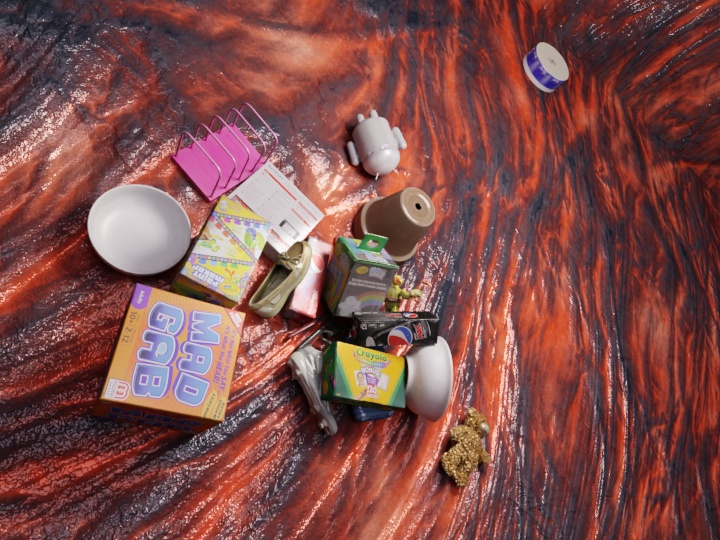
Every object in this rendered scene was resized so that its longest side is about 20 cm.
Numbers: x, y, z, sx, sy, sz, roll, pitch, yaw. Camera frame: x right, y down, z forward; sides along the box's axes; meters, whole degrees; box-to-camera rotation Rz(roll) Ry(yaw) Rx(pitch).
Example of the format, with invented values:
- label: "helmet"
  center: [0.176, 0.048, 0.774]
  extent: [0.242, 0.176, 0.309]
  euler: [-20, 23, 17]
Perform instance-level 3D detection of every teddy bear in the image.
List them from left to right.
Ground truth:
- label: "teddy bear"
  center: [0.276, 0.448, 1.290]
  extent: [0.199, 0.067, 0.146]
  euler: [-29, 89, -37]

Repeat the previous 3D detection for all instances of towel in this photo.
- label: "towel"
  center: [0.016, 0.257, 1.224]
  extent: [0.111, 0.048, 0.202]
  euler: [4, 68, -32]

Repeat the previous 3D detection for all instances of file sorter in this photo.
- label: "file sorter"
  center: [-0.316, -0.289, 1.211]
  extent: [0.139, 0.125, 0.200]
  euler: [49, 53, -3]

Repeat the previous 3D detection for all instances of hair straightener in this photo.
- label: "hair straightener"
  center: [-0.088, 0.148, 1.221]
  extent: [0.199, 0.041, 0.077]
  euler: [-29, 86, -42]

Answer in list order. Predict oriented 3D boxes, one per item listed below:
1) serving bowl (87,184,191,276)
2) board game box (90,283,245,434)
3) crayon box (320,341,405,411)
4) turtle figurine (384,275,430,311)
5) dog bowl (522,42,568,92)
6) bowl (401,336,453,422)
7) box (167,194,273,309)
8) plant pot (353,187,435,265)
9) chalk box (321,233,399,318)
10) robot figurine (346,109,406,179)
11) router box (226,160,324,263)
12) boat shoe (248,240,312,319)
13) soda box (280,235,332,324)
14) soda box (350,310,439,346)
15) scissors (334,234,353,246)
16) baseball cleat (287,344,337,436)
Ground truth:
- label: "serving bowl"
  center: [-0.462, -0.076, 1.063]
  extent: [0.199, 0.066, 0.202]
  euler: [13, 64, -27]
- label: "board game box"
  center: [-0.353, 0.173, 0.936]
  extent: [0.199, 0.200, 0.201]
  euler: [19, 60, -24]
- label: "crayon box"
  center: [0.009, 0.242, 1.148]
  extent: [0.199, 0.058, 0.120]
  euler: [18, 60, -33]
- label: "turtle figurine"
  center: [0.089, 0.081, 1.280]
  extent: [0.064, 0.199, 0.163]
  euler: [10, 87, -38]
- label: "dog bowl"
  center: [0.803, -0.879, 2.201]
  extent: [0.199, 0.079, 0.202]
  euler: [13, 63, -27]
- label: "bowl"
  center: [0.141, 0.256, 1.224]
  extent: [0.089, 0.201, 0.203]
  euler: [8, 64, -12]
- label: "box"
  center: [-0.299, -0.010, 1.052]
  extent: [0.121, 0.200, 0.194]
  euler: [30, 57, -18]
- label: "plant pot"
  center: [0.105, -0.133, 1.373]
  extent: [0.199, 0.174, 0.202]
  euler: [13, 63, -27]
- label: "chalk box"
  center: [0.000, 0.000, 1.216]
  extent: [0.123, 0.201, 0.124]
  euler: [11, 23, -28]
- label: "robot figurine"
  center: [0.046, -0.361, 1.476]
  extent: [0.168, 0.113, 0.202]
  euler: [-19, 77, 2]
- label: "router box"
  center: [-0.215, -0.143, 1.257]
  extent: [0.200, 0.049, 0.180]
  euler: [44, 53, -8]
- label: "boat shoe"
  center: [-0.181, 0.012, 1.157]
  extent: [0.201, 0.073, 0.063]
  euler: [-56, 144, -11]
- label: "soda box"
  center: [-0.129, 0.022, 1.225]
  extent: [0.070, 0.063, 0.202]
  euler: [24, 61, -22]
- label: "soda box"
  center: [0.081, 0.134, 1.188]
  extent: [0.198, 0.071, 0.064]
  euler: [0, 103, -16]
- label: "scissors"
  center: [-0.021, -0.001, 1.340]
  extent: [0.073, 0.014, 0.202]
  euler: [-2, 72, -35]
- label: "baseball cleat"
  center: [-0.082, 0.261, 1.136]
  extent: [0.106, 0.070, 0.201]
  euler: [-28, 92, -28]
